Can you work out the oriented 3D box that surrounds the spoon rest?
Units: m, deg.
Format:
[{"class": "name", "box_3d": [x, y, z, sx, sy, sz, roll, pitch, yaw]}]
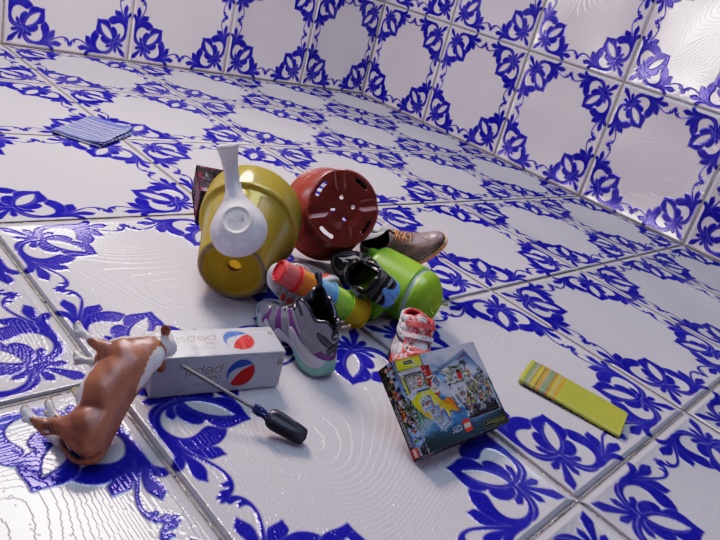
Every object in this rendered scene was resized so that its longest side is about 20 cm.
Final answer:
[{"class": "spoon rest", "box_3d": [-0.214, -0.115, 1.128, 0.096, 0.061, 0.206, -7, 69, -8]}]

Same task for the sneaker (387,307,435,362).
[{"class": "sneaker", "box_3d": [0.089, 0.141, 1.073, 0.065, 0.111, 0.203, 12, 23, -11]}]

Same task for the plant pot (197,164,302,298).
[{"class": "plant pot", "box_3d": [-0.215, -0.059, 1.220, 0.194, 0.205, 0.191, 14, 37, -6]}]

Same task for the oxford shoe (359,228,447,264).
[{"class": "oxford shoe", "box_3d": [0.093, -0.055, 1.432, 0.194, 0.074, 0.073, -15, 45, 7]}]

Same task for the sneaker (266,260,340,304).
[{"class": "sneaker", "box_3d": [-0.119, 0.019, 1.225, 0.081, 0.079, 0.198, 32, 6, 33]}]

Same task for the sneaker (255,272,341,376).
[{"class": "sneaker", "box_3d": [-0.094, 0.061, 1.076, 0.198, 0.144, 0.076, 34, 28, 35]}]

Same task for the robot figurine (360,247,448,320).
[{"class": "robot figurine", "box_3d": [0.078, 0.032, 1.303, 0.197, 0.119, 0.174, 28, 26, 24]}]

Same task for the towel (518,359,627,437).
[{"class": "towel", "box_3d": [0.388, 0.234, 1.207, 0.197, 0.019, 0.085, 29, 31, 23]}]

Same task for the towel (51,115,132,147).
[{"class": "towel", "box_3d": [-0.723, -0.383, 1.790, 0.140, 0.025, 0.201, 17, 23, 0]}]

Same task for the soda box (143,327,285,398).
[{"class": "soda box", "box_3d": [-0.210, 0.129, 0.942, 0.195, 0.065, 0.068, 0, 28, -34]}]

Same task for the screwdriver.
[{"class": "screwdriver", "box_3d": [-0.156, 0.172, 0.880, 0.197, 0.028, 0.029, 33, 27, 2]}]

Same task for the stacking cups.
[{"class": "stacking cups", "box_3d": [-0.071, 0.044, 1.163, 0.197, 0.061, 0.061, 26, 14, -34]}]

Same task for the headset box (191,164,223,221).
[{"class": "headset box", "box_3d": [-0.311, -0.166, 1.526, 0.144, 0.079, 0.201, 9, 22, -20]}]

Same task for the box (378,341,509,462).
[{"class": "box", "box_3d": [0.129, 0.191, 0.993, 0.196, 0.038, 0.140, -5, 65, -43]}]

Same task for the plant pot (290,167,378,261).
[{"class": "plant pot", "box_3d": [-0.056, -0.123, 1.364, 0.194, 0.208, 0.195, 11, -2, -14]}]

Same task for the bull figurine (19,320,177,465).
[{"class": "bull figurine", "box_3d": [-0.307, 0.131, 0.792, 0.118, 0.066, 0.203, 15, 48, 5]}]

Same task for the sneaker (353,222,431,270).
[{"class": "sneaker", "box_3d": [0.074, -0.048, 1.508, 0.195, 0.102, 0.075, 22, 20, 8]}]

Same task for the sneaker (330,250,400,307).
[{"class": "sneaker", "box_3d": [0.000, 0.000, 1.220, 0.082, 0.072, 0.199, 39, -2, -36]}]
